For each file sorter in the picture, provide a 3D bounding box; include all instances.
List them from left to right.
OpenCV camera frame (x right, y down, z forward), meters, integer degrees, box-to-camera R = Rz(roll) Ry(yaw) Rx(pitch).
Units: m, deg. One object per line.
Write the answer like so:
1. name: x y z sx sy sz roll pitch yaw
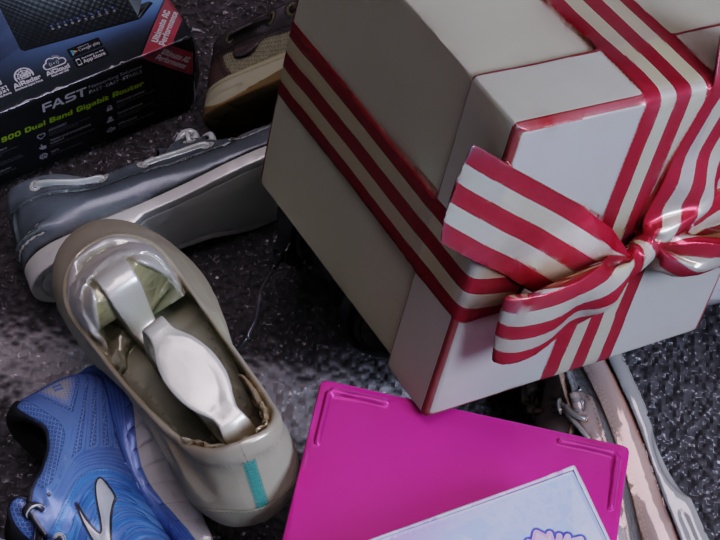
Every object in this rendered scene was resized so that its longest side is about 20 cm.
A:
1. file sorter: 0.025 0.177 0.806 0.137 0.126 0.202 12 58 2

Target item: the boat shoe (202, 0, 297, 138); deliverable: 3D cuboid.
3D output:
1. boat shoe: -0.004 -0.131 0.979 0.198 0.073 0.066 -20 68 25

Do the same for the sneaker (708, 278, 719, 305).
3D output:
1. sneaker: 0.207 -0.028 0.935 0.198 0.080 0.075 -12 68 17

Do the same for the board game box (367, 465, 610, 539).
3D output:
1. board game box: 0.032 0.196 0.695 0.198 0.041 0.201 -16 61 -14

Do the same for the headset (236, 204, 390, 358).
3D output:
1. headset: 0.000 0.000 0.936 0.199 0.094 0.124 -28 56 -22

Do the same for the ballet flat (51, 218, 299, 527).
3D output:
1. ballet flat: -0.091 0.029 0.845 0.069 0.070 0.200 -27 52 -21

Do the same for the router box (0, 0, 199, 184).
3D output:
1. router box: -0.207 -0.127 1.015 0.198 0.062 0.150 -25 62 -20

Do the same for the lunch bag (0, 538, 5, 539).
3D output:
1. lunch bag: -0.182 0.199 0.751 0.075 0.161 0.201 20 58 7

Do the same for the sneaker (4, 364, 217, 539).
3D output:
1. sneaker: -0.114 0.133 0.852 0.088 0.079 0.201 -14 52 -17

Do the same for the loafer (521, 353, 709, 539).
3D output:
1. loafer: 0.113 0.093 0.906 0.062 0.072 0.201 -20 64 -9

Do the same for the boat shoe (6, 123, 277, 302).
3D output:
1. boat shoe: -0.091 -0.051 0.974 0.198 0.073 0.062 -24 66 -14

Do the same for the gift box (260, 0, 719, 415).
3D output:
1. gift box: 0.072 -0.065 0.812 0.183 0.201 0.187 -19 52 -26
